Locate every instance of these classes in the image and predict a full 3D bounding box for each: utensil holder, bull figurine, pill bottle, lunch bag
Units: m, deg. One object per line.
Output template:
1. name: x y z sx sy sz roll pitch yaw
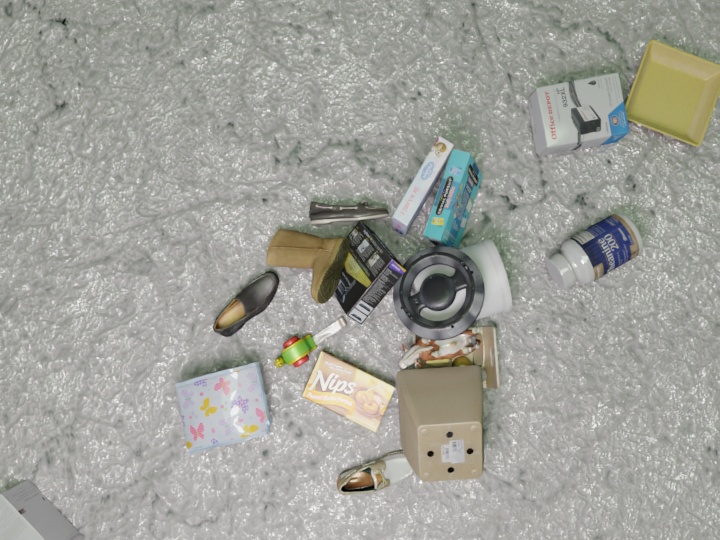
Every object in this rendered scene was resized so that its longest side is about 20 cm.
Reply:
1. utensil holder: 0.225 0.040 1.310 0.196 0.170 0.174 -18 86 3
2. bull figurine: 0.179 0.171 1.287 0.195 0.122 0.067 -15 81 -6
3. pill bottle: 0.538 -0.039 1.328 0.197 0.111 0.113 -29 86 0
4. lunch bag: -0.309 0.317 1.338 0.196 0.127 0.174 -16 84 11

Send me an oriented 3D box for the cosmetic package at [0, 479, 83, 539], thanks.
1. cosmetic package: -0.769 0.605 1.346 0.199 0.113 0.081 41 89 2

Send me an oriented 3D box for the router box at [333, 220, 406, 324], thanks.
1. router box: 0.000 0.000 1.300 0.052 0.201 0.158 33 103 -35

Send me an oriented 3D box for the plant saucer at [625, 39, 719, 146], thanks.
1. plant saucer: 0.742 -0.418 1.374 0.196 0.048 0.204 22 88 4

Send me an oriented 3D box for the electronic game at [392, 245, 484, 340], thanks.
1. electronic game: 0.164 0.046 1.212 0.195 0.042 0.205 -6 71 17

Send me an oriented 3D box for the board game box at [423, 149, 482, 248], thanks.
1. board game box: 0.217 -0.154 1.326 0.046 0.151 0.204 18 87 25

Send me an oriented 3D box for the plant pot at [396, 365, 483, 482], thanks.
1. plant pot: 0.184 0.347 1.259 0.195 0.178 0.205 -4 108 3

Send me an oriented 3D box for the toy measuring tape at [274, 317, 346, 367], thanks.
1. toy measuring tape: -0.122 0.174 1.364 0.198 0.074 0.075 -32 86 1

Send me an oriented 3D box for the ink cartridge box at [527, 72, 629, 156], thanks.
1. ink cartridge box: 0.514 -0.369 1.361 0.195 0.084 0.149 -10 87 2

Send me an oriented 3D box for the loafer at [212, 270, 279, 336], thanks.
1. loafer: -0.273 0.082 1.373 0.073 0.072 0.201 42 88 5

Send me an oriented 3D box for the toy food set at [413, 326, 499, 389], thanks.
1. toy food set: 0.224 0.213 1.353 0.195 0.060 0.147 -4 87 2

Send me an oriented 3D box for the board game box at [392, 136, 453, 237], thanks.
1. board game box: 0.138 -0.184 1.309 0.041 0.200 0.203 30 88 4

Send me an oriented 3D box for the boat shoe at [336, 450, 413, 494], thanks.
1. boat shoe: 0.040 0.483 1.341 0.196 0.068 0.076 -21 86 1

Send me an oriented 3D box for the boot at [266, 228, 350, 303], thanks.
1. boot: -0.136 -0.012 1.322 0.196 0.067 0.177 7 55 29

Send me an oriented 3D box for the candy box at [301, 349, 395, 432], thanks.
1. candy box: -0.028 0.284 1.361 0.197 0.055 0.118 25 88 4

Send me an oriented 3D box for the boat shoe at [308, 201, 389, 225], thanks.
1. boat shoe: -0.030 -0.146 1.380 0.195 0.067 0.059 -5 91 6
